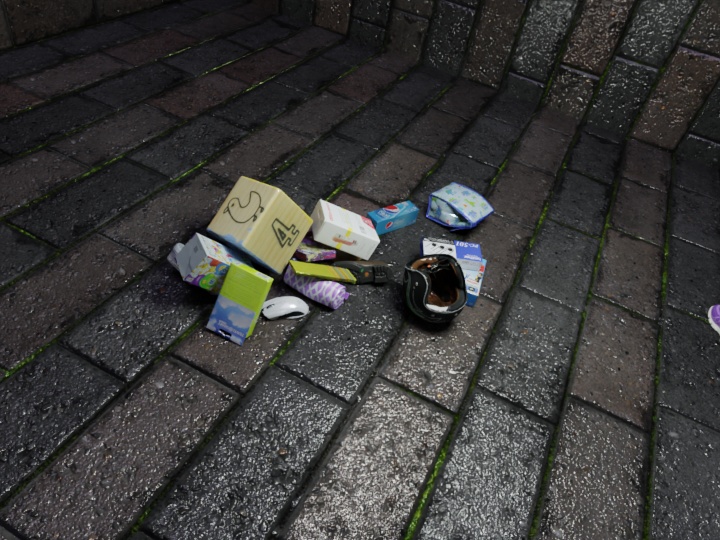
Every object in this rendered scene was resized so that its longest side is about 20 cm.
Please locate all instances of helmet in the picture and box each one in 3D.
[{"bbox_3d":[0.224,0.060,1.654,0.200,0.191,0.200,-13,17,4],"label":"helmet"}]

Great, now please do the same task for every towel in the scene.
[{"bbox_3d":[-0.115,0.005,1.646,0.200,0.018,0.086,9,21,-28],"label":"towel"}]

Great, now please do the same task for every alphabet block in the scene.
[{"bbox_3d":[-0.300,-0.136,1.650,0.195,0.196,0.200,23,78,36],"label":"alphabet block"}]

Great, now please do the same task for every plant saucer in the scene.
[{"bbox_3d":[-0.068,-0.104,1.877,0.200,0.035,0.200,7,42,-6],"label":"plant saucer"}]

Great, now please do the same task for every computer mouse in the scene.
[{"bbox_3d":[-0.249,0.105,1.592,0.200,0.044,0.110,-6,44,-20],"label":"computer mouse"}]

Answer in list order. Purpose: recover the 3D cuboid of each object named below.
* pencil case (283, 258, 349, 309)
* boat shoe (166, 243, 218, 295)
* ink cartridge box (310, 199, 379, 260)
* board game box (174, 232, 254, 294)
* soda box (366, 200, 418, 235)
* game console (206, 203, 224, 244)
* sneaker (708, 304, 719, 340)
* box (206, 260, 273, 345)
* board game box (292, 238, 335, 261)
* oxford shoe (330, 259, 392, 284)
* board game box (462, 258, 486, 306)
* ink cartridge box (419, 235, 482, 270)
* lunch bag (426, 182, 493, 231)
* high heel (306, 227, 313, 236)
[{"bbox_3d":[-0.139,0.044,1.666,0.200,0.084,0.085,30,11,17],"label":"pencil case"},{"bbox_3d":[-0.491,0.009,1.624,0.200,0.067,0.074,47,14,9],"label":"boat shoe"},{"bbox_3d":[-0.055,-0.132,1.760,0.200,0.083,0.145,21,28,-25],"label":"ink cartridge box"},{"bbox_3d":[-0.406,-0.006,1.554,0.200,0.103,0.105,30,19,-50],"label":"board game box"},{"bbox_3d":[0.115,-0.191,1.996,0.200,0.068,0.064,-21,51,-32],"label":"soda box"},{"bbox_3d":[-0.384,-0.141,1.851,0.200,0.117,0.176,23,12,11],"label":"game console"},{"bbox_3d":[1.260,0.186,1.856,0.081,0.083,0.200,11,40,-3],"label":"sneaker"},{"bbox_3d":[-0.331,0.090,1.498,0.122,0.200,0.048,26,12,8],"label":"box"},{"bbox_3d":[-0.188,-0.072,1.747,0.120,0.032,0.200,-14,26,-41],"label":"board game box"},{"bbox_3d":[0.000,0.000,1.768,0.200,0.073,0.084,6,18,-5],"label":"oxford shoe"},{"bbox_3d":[0.307,0.010,1.830,0.200,0.056,0.196,20,41,8],"label":"board game box"},{"bbox_3d":[0.302,-0.058,1.828,0.200,0.044,0.094,8,43,-5],"label":"ink cartridge box"},{"bbox_3d":[0.379,-0.232,2.066,0.200,0.128,0.170,28,42,31],"label":"lunch bag"},{"bbox_3d":[-0.169,-0.144,1.843,0.200,0.068,0.096,1,-4,-33],"label":"high heel"}]
